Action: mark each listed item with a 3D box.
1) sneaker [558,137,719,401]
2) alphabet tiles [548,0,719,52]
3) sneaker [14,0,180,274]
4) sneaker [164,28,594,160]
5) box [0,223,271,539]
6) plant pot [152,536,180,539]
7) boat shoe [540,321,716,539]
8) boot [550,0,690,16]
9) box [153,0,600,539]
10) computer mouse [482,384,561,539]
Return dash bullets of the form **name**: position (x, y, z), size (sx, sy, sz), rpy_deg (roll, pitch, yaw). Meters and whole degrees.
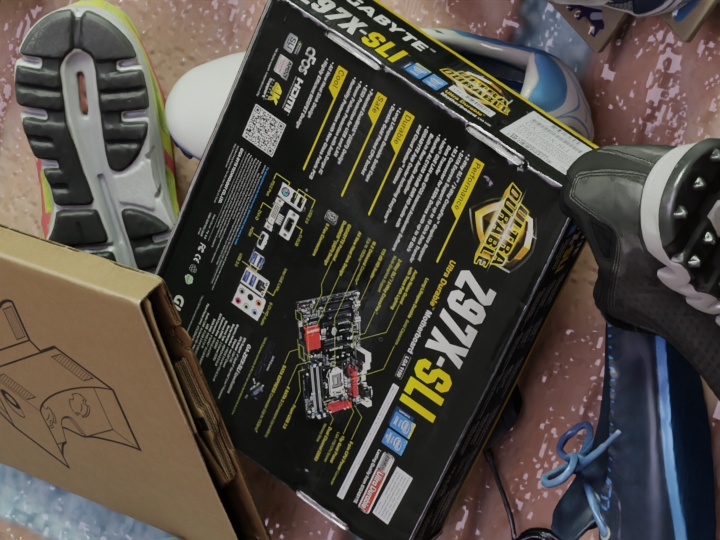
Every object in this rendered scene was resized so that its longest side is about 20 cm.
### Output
- **sneaker**: position (0.142, 0.013, 1.177), size (0.090, 0.200, 0.067), rpy_deg (15, 63, 45)
- **alphabet tiles**: position (0.124, -0.199, 1.239), size (0.167, 0.006, 0.200), rpy_deg (52, 122, 30)
- **sneaker**: position (-0.112, -0.033, 1.359), size (0.078, 0.090, 0.201), rpy_deg (0, 111, 1)
- **sneaker**: position (0.003, -0.077, 1.287), size (0.199, 0.073, 0.072), rpy_deg (3, 58, 23)
- **box**: position (-0.139, 0.044, 1.320), size (0.199, 0.021, 0.164), rpy_deg (17, 141, 37)
- **plant pot**: position (-0.106, 0.228, 1.299), size (0.141, 0.141, 0.201), rpy_deg (-29, 74, 39)
- **boat shoe**: position (0.108, 0.104, 1.230), size (0.068, 0.084, 0.202), rpy_deg (-3, 86, 20)
- **boot**: position (0.047, -0.158, 1.243), size (0.199, 0.090, 0.073), rpy_deg (22, 105, 40)
- **box**: position (0.000, 0.000, 1.249), size (0.159, 0.049, 0.201), rpy_deg (33, 120, 16)
- **computer mouse**: position (0.052, 0.087, 1.289), size (0.058, 0.034, 0.201), rpy_deg (-25, 79, 24)
